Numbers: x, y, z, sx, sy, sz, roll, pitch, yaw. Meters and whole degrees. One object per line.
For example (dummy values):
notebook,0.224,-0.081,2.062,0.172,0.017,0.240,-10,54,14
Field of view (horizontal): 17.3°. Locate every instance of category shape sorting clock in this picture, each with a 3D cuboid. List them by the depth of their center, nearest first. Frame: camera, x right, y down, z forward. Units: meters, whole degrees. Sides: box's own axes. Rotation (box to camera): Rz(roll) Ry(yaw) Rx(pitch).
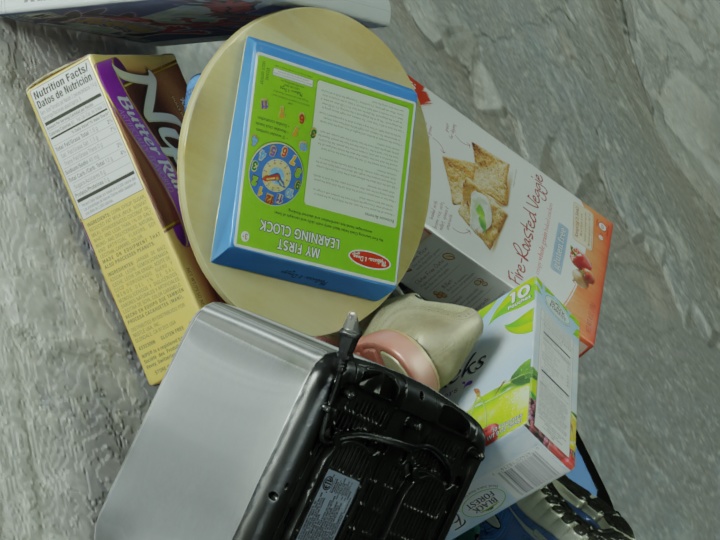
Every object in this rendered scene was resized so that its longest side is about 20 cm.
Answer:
shape sorting clock,-0.033,-0.060,1.441,0.199,0.039,0.201,3,86,-43

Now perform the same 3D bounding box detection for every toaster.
toaster,-0.034,0.123,1.346,0.181,0.118,0.201,28,86,-52

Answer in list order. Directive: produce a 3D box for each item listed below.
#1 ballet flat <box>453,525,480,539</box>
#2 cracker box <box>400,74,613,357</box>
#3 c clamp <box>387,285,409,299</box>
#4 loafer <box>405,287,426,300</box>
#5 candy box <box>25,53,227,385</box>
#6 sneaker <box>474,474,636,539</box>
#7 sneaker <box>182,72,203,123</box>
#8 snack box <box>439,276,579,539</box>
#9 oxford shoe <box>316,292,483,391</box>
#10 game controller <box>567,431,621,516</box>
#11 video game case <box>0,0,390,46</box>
ballet flat,0.058,0.221,1.567,0.071,0.071,0.200,48,22,-31
cracker box,0.080,-0.031,1.655,0.200,0.058,0.134,34,40,-17
c clamp,0.000,0.000,1.579,0.170,0.027,0.200,30,-6,19
loafer,0.087,0.052,1.733,0.068,0.076,0.199,33,22,36
candy box,-0.123,-0.035,1.472,0.117,0.056,0.201,-11,78,-67
sneaker,0.095,0.159,1.556,0.078,0.089,0.200,11,24,-38
sneaker,-0.052,-0.095,1.525,0.200,0.066,0.079,-4,80,-65
snack box,0.047,0.108,1.495,0.053,0.200,0.143,43,31,-23
oxford shoe,0.012,0.052,1.512,0.074,0.200,0.071,-35,109,-24
game controller,0.139,0.137,1.694,0.104,0.042,0.201,-86,151,-61
video game case,-0.104,-0.167,1.494,0.200,0.181,0.023,3,86,-63
